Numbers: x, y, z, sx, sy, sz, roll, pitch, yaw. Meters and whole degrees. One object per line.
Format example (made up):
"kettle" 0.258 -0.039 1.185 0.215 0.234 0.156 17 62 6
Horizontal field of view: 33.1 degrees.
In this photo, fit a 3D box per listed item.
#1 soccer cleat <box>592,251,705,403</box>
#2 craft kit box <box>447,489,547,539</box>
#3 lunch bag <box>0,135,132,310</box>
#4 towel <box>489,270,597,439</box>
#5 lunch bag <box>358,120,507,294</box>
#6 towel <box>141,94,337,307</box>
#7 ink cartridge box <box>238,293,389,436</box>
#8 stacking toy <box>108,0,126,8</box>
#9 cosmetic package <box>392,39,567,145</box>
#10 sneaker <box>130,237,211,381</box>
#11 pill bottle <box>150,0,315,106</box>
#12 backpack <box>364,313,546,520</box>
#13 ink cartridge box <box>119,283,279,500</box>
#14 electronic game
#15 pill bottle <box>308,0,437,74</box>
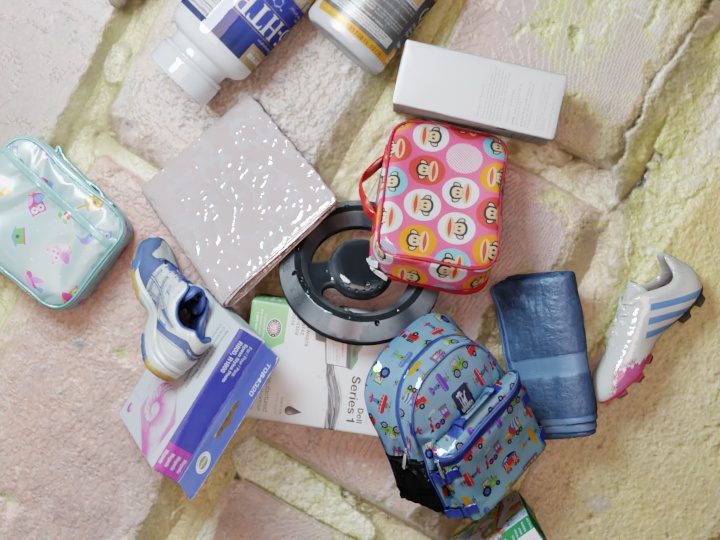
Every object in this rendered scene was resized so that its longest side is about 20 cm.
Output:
"soccer cleat" 0.332 0.066 1.477 0.086 0.070 0.201 42 85 -16
"craft kit box" 0.128 0.352 1.433 0.197 0.200 0.049 -39 90 2
"lunch bag" -0.390 -0.063 1.496 0.199 0.077 0.161 40 93 0
"towel" 0.224 0.103 1.473 0.110 0.048 0.203 -8 91 36
"lunch bag" 0.082 -0.079 1.441 0.173 0.082 0.202 11 61 0
"towel" -0.148 -0.088 1.476 0.191 0.032 0.201 -40 65 3
"ink cartridge box" -0.040 0.116 1.487 0.197 0.084 0.148 8 93 2
"stacking toy" -0.231 -0.401 1.482 0.198 0.085 0.086 -26 91 -2
"cosmetic package" 0.139 -0.212 1.456 0.197 0.113 0.082 12 92 3
"sneaker" -0.218 0.033 1.456 0.088 0.075 0.202 -34 52 24
"pill bottle" -0.154 -0.302 1.458 0.120 0.120 0.200 43 93 0
"backpack" 0.104 0.160 1.405 0.182 0.134 0.202 -38 120 -26
"ink cartridge box" -0.198 0.139 1.446 0.043 0.200 0.198 30 93 -33
"electronic game" 0.000 0.000 1.461 0.197 0.042 0.202 3 58 -4
"pill bottle" 0.038 -0.346 1.451 0.116 0.116 0.201 40 93 0
